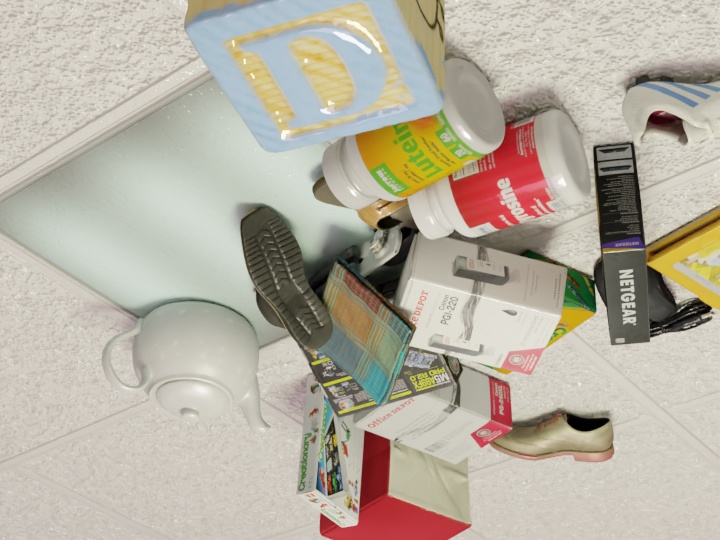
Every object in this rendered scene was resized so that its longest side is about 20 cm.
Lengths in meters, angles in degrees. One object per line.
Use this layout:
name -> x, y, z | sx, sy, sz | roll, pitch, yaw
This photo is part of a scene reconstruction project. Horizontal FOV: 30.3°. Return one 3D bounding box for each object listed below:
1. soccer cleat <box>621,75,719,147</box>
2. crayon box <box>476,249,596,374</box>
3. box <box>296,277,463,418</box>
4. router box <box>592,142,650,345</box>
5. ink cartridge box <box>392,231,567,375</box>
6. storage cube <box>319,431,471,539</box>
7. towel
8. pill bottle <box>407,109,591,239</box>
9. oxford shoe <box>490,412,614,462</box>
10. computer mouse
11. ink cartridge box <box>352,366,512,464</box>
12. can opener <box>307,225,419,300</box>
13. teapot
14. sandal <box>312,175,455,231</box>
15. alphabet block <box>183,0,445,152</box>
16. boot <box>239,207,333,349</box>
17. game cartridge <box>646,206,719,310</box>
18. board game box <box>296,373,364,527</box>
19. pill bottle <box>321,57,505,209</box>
soccer cleat -> 0.390, -0.171, 1.465 | 0.198, 0.087, 0.070 | -4, 144, 8
crayon box -> 0.214, 0.060, 1.821 | 0.118, 0.059, 0.200 | 22, 140, -24
box -> 0.021, 0.108, 1.850 | 0.199, 0.044, 0.161 | -19, 110, 27
router box -> 0.316, -0.029, 1.607 | 0.052, 0.158, 0.201 | -5, 143, 10
ink cartridge box -> 0.146, 0.043, 1.693 | 0.198, 0.085, 0.146 | 15, 142, -1
storage cube -> 0.058, 0.341, 2.127 | 0.199, 0.172, 0.180 | 25, 138, -27
towel -> -0.001, 0.083, 1.741 | 0.146, 0.022, 0.201 | 42, 149, 16
pill bottle -> 0.158, -0.105, 1.548 | 0.198, 0.113, 0.112 | -18, 140, 26
oxford shoe -> 0.302, 0.253, 2.099 | 0.198, 0.071, 0.075 | 0, 118, 5
computer mouse -> 0.384, 0.045, 1.796 | 0.138, 0.053, 0.200 | -19, 139, 28
ink cartridge box -> 0.108, 0.203, 2.005 | 0.199, 0.084, 0.145 | 24, 139, -27
can opener -> 0.000, 0.000, 1.753 | 0.066, 0.053, 0.199 | 28, 138, -30
teapot -> -0.241, 0.147, 1.892 | 0.198, 0.147, 0.198 | -5, 144, 11
sandal -> 0.036, -0.074, 1.646 | 0.199, 0.055, 0.082 | 21, 141, -24
alphabet block -> -0.036, -0.262, 1.265 | 0.194, 0.202, 0.196 | -10, 144, 17
boot -> -0.125, 0.008, 1.761 | 0.077, 0.138, 0.202 | -29, 110, -20
game cartridge -> 0.498, -0.014, 1.726 | 0.199, 0.033, 0.176 | 29, 137, -31
board game box -> -0.042, 0.269, 2.005 | 0.034, 0.202, 0.126 | -16, 141, 28
pill bottle -> 0.054, -0.146, 1.496 | 0.199, 0.112, 0.111 | -27, 135, 35
